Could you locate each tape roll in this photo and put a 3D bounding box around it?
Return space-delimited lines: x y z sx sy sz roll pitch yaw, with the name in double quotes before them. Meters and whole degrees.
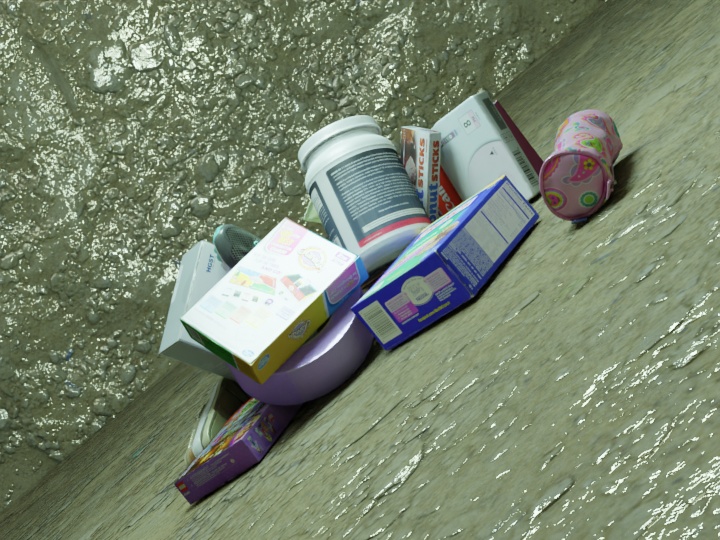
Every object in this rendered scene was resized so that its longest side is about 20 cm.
"tape roll" -0.084 0.074 1.616 0.197 0.066 0.202 -13 43 13

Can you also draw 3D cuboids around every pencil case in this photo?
"pencil case" 0.255 -0.122 1.436 0.087 0.088 0.200 -36 8 23

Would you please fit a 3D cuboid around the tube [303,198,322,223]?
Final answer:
"tube" 0.004 -0.084 1.874 0.052 0.198 0.059 -32 52 39

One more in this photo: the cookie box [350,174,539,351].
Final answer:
"cookie box" 0.105 -0.011 1.543 0.171 0.075 0.200 -35 7 43

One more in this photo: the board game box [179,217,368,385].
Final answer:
"board game box" -0.109 0.035 1.588 0.200 0.041 0.152 -44 46 -19

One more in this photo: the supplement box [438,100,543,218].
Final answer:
"supplement box" 0.157 -0.138 1.879 0.199 0.131 0.103 -35 6 27

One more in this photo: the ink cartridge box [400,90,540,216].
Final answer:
"ink cartridge box" 0.142 -0.131 1.774 0.199 0.164 0.057 -35 -4 33

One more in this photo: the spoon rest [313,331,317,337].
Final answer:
"spoon rest" -0.031 0.073 1.832 0.099 0.061 0.199 -44 8 -36

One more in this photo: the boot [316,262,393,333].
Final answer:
"boot" 0.031 0.042 1.705 0.198 0.076 0.074 -28 -23 -3

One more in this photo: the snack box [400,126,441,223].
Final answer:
"snack box" 0.082 -0.100 1.782 0.024 0.203 0.072 -7 16 -32

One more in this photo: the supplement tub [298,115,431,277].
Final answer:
"supplement tub" 0.007 -0.096 1.736 0.139 0.202 0.141 -23 -16 -7

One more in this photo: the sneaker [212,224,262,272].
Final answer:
"sneaker" -0.111 -0.007 1.736 0.091 0.199 0.078 -39 21 45

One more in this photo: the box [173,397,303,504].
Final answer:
"box" -0.145 0.210 1.634 0.136 0.039 0.200 -35 8 31

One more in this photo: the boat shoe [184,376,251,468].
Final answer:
"boat shoe" -0.200 0.210 1.775 0.068 0.075 0.200 -37 11 25

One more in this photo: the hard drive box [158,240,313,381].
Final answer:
"hard drive box" -0.167 0.070 1.779 0.077 0.198 0.158 -29 43 55
